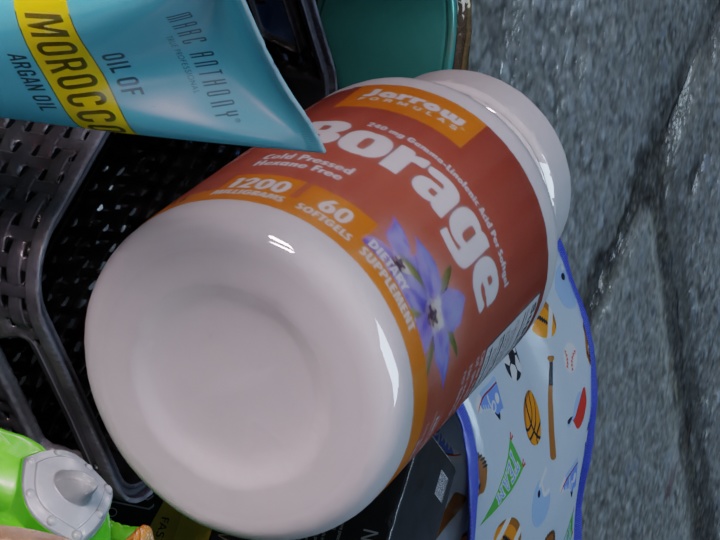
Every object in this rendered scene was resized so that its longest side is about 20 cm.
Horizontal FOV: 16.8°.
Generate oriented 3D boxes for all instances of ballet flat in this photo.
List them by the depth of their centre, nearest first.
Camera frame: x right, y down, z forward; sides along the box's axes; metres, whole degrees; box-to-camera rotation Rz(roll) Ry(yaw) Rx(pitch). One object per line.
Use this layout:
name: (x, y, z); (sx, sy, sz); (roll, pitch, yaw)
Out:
ballet flat: (0.015, -0.056, 0.960); (0.072, 0.067, 0.201); (-43, 140, -60)

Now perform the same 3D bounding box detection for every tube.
tube: (-0.109, -0.067, 0.652); (0.078, 0.199, 0.051); (57, 47, -58)

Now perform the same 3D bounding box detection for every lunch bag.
lunch bag: (0.041, 0.086, 1.195); (0.170, 0.123, 0.201); (-45, 147, -54)

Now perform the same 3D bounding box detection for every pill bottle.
pill bottle: (0.000, 0.000, 0.822); (0.200, 0.112, 0.113); (-42, 137, -58)

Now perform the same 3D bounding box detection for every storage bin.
storage bin: (-0.094, -0.037, 0.846); (0.136, 0.093, 0.201); (73, 33, -48)

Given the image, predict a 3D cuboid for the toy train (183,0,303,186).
toy train: (-0.032, -0.099, 0.993); (0.114, 0.086, 0.201); (-20, 120, -55)

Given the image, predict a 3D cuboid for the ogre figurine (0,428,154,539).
ogre figurine: (-0.127, 0.113, 0.791); (0.098, 0.119, 0.201); (-31, 128, -62)

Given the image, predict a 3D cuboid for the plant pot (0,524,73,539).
plant pot: (-0.112, 0.210, 0.682); (0.199, 0.199, 0.201); (85, 25, -46)

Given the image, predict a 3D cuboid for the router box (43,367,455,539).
router box: (-0.068, 0.141, 0.899); (0.052, 0.156, 0.201); (55, 49, -60)
